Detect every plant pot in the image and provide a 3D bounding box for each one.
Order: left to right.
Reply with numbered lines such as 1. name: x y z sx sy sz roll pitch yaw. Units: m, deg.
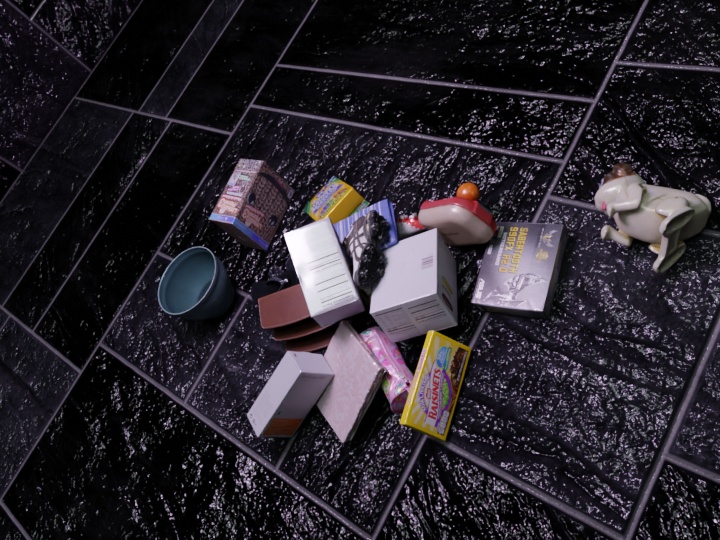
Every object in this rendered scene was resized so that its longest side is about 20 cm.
1. plant pot: -0.431 0.053 1.754 0.200 0.134 0.201 -16 57 25

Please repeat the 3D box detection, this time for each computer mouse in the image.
1. computer mouse: -0.147 -0.026 1.678 0.200 0.053 0.138 -54 50 11

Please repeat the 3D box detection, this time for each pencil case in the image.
1. pencil case: 0.063 0.209 1.378 0.087 0.087 0.200 -39 47 7

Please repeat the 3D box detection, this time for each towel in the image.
1. towel: -0.032 0.240 1.400 0.191 0.032 0.200 45 116 47
2. towel: -0.007 -0.078 1.508 0.200 0.024 0.145 -24 46 19

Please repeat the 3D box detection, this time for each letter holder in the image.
1. letter holder: -0.132 0.114 1.531 0.200 0.101 0.142 -19 68 27

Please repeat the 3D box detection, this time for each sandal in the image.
1. sandal: -0.223 0.049 1.651 0.200 0.043 0.076 -18 75 41

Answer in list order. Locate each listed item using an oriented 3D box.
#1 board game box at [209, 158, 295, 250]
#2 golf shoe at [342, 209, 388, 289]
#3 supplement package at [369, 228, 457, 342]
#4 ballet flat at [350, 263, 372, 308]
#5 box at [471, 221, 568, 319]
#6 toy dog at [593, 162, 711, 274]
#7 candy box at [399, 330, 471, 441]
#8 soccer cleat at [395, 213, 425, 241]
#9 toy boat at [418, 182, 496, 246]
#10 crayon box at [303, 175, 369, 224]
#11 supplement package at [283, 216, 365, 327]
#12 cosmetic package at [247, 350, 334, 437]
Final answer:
1. board game box: -0.298 -0.184 1.789 0.097 0.159 0.200 12 71 36
2. golf shoe: 0.004 -0.037 1.411 0.094 0.078 0.200 -16 45 35
3. supplement package: 0.119 0.032 1.398 0.156 0.111 0.200 -18 40 23
4. ballet flat: 0.000 0.000 1.516 0.068 0.072 0.200 -25 69 7
5. box: 0.336 -0.004 1.352 0.158 0.048 0.200 6 68 35
6. toy dog: 0.546 -0.128 1.235 0.194 0.140 0.200 -39 49 -10
7. candy box: 0.155 0.233 1.300 0.026 0.102 0.200 -25 43 65
8. soccer cleat: 0.089 -0.090 1.555 0.200 0.069 0.085 -5 100 12
9. toy boat: 0.222 -0.136 1.426 0.200 0.130 0.131 -1 58 62
10. crayon box: -0.067 -0.166 1.657 0.126 0.052 0.200 -48 28 0
11. supplement package: -0.078 0.006 1.408 0.109 0.114 0.200 -21 72 2
12. cosmetic package: -0.157 0.279 1.430 0.200 0.101 0.071 -58 46 20
